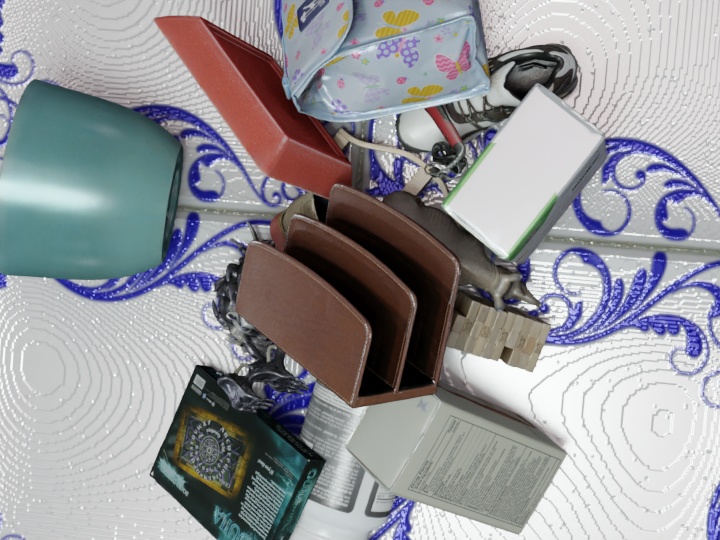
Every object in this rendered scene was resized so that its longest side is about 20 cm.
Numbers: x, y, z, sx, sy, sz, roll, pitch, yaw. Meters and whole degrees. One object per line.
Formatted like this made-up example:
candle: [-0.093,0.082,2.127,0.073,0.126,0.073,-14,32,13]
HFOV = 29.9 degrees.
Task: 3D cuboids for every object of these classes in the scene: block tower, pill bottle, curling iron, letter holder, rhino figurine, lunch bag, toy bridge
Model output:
block tower: [0.087,0.046,1.354,0.199,0.054,0.058,19,96,-17]
pill bottle: [-0.012,0.195,1.378,0.116,0.116,0.201,19,94,8]
curling iron: [0.059,-0.168,1.356,0.050,0.025,0.201,-40,53,25]
letter holder: [-0.013,0.012,1.240,0.200,0.100,0.143,35,121,45]
rhino figurine: [0.095,-0.016,1.344,0.199,0.087,0.060,33,96,6]
lunch bag: [0.017,-0.246,1.328,0.198,0.127,0.170,-12,50,11]
toy bridge: [0.053,-0.081,1.407,0.200,0.027,0.067,41,96,5]

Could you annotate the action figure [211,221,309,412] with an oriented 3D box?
action figure: [-0.098,0.049,1.396,0.119,0.102,0.201,-34,43,33]

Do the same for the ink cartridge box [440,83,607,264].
ink cartridge box: [0.163,-0.088,1.304,0.084,0.200,0.145,39,96,9]

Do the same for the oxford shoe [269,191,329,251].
oxford shoe: [0.000,0.000,1.372,0.200,0.071,0.075,40,130,-11]

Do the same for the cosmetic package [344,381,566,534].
cosmetic package: [0.095,0.176,1.318,0.087,0.199,0.104,37,98,48]

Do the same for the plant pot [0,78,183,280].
plant pot: [-0.269,-0.080,1.379,0.160,0.201,0.202,10,93,-4]

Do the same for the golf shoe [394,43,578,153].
golf shoe: [0.122,-0.180,1.361,0.199,0.094,0.078,-25,89,10]

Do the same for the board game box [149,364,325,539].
board game box: [-0.131,0.203,1.385,0.200,0.028,0.136,34,104,41]

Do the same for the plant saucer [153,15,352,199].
plant saucer: [-0.092,-0.162,1.319,0.037,0.200,0.200,-41,71,15]
